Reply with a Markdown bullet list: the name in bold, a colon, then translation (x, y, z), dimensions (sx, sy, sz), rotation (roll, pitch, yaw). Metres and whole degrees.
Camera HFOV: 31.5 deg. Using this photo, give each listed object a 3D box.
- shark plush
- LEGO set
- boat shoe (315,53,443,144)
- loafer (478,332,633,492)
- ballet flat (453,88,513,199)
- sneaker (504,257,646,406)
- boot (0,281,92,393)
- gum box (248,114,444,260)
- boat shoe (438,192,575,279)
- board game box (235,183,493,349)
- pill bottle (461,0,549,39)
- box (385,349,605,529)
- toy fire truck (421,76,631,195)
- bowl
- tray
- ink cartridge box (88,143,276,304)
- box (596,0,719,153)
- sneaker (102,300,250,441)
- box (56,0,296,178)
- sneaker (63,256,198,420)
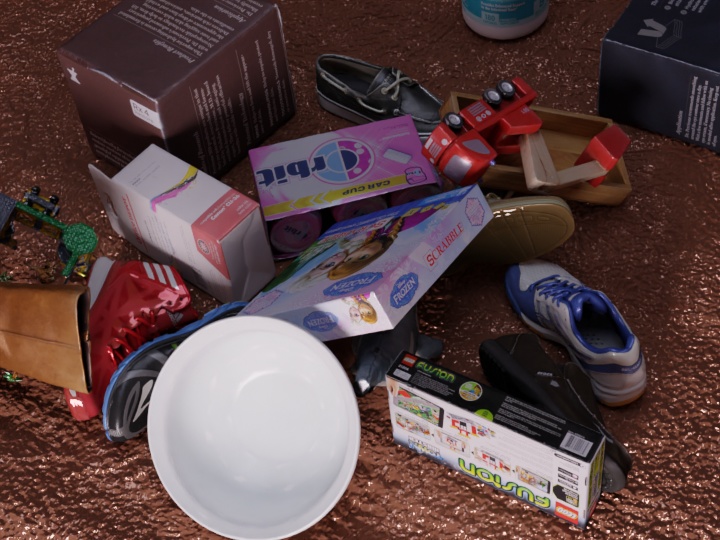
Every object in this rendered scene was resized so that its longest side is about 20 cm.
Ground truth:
- **shark plush**: translation (0.011, 0.064, 1.213), dimensions (0.090, 0.084, 0.200), rotation (10, 24, 22)
- **LEGO set**: translation (-0.371, 0.022, 1.343), dimensions (0.153, 0.116, 0.201), rotation (20, 60, -14)
- **boat shoe**: translation (0.031, -0.200, 1.489), dimensions (0.199, 0.064, 0.071), rotation (21, 55, 23)
- **loafer**: translation (0.190, 0.119, 1.185), dimensions (0.071, 0.073, 0.200), rotation (-30, 52, -15)
- **ballet flat**: translation (0.152, -0.124, 1.413), dimensions (0.073, 0.073, 0.200), rotation (9, 46, 15)
- **sneaker**: translation (0.212, 0.037, 1.246), dimensions (0.075, 0.088, 0.200), rotation (-30, 51, -15)
- **boot**: translation (-0.348, 0.088, 1.227), dimensions (0.199, 0.189, 0.068), rotation (9, 15, 9)
- **gum box**: translation (-0.014, -0.094, 1.401), dimensions (0.199, 0.066, 0.114), rotation (-13, 48, -4)
- **boat shoe**: translation (0.124, -0.046, 1.310), dimensions (0.199, 0.074, 0.067), rotation (-13, 36, 25)
- **board game box**: translation (0.000, 0.000, 1.229), dimensions (0.199, 0.041, 0.200), rotation (-14, 22, 42)
- **pill bottle**: translation (0.174, -0.388, 1.541), dimensions (0.110, 0.201, 0.111), rotation (-4, 49, 5)
- **box**: translation (0.118, 0.151, 1.145), dimensions (0.199, 0.110, 0.035), rotation (22, 55, 23)
- **toy fire truck**: translation (0.170, -0.123, 1.299), dimensions (0.141, 0.049, 0.200), rotation (46, 50, 12)
- **bowl**: translation (-0.086, 0.139, 1.169), dimensions (0.200, 0.090, 0.202), rotation (0, 92, 14)
- **tray**: translation (0.186, -0.128, 1.366), dimensions (0.199, 0.037, 0.099), rotation (6, 55, -20)
- **ink cartridge box**: translation (-0.190, -0.055, 1.357), dimensions (0.199, 0.117, 0.068), rotation (30, 60, 28)
- **box**: translation (0.400, -0.250, 1.448), dimensions (0.199, 0.118, 0.197), rotation (23, 56, 23)
- **sneaker**: translation (-0.165, 0.102, 1.250), dimensions (0.199, 0.071, 0.083), rotation (-32, 47, -23)
- **box**: translation (-0.205, -0.218, 1.468), dimensions (0.166, 0.165, 0.200), rotation (30, 59, 28)
- **sneaker**: translation (-0.228, 0.061, 1.290), dimensions (0.115, 0.079, 0.201), rotation (-2, 50, 7)
